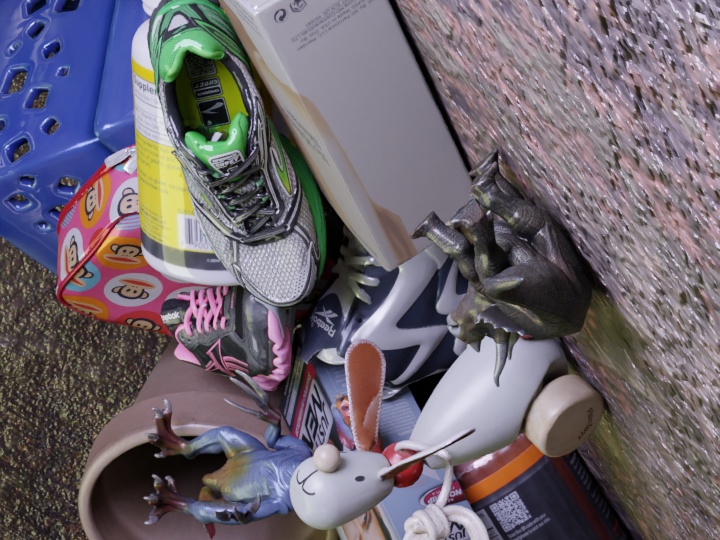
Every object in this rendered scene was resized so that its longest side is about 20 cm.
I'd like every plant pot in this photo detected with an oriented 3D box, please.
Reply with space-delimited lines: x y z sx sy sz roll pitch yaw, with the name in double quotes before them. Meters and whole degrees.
"plant pot" -0.106 0.130 1.521 0.175 0.199 0.201 -82 -30 -48
"plant pot" -0.177 -0.114 1.526 0.200 0.179 0.201 38 -134 -41

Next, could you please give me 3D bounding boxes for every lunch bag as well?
"lunch bag" -0.109 -0.020 1.418 0.176 0.199 0.083 -41 44 48

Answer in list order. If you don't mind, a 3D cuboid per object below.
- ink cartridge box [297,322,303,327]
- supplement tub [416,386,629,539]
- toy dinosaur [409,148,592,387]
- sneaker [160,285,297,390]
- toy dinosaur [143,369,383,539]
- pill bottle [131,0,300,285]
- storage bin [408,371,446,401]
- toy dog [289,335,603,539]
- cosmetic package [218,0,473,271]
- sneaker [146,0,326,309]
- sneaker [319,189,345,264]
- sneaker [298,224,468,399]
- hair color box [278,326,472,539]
"ink cartridge box" -0.023 0.004 1.647 0.200 0.099 0.039 54 172 20
"supplement tub" 0.114 0.166 1.376 0.201 0.107 0.107 58 174 -6
"toy dinosaur" 0.084 -0.001 0.992 0.102 0.077 0.200 45 170 -7
"sneaker" -0.091 0.036 1.348 0.200 0.095 0.080 117 163 -73
"toy dinosaur" -0.058 0.129 1.335 0.200 0.180 0.106 37 -123 -67
"pill bottle" -0.087 -0.103 1.241 0.114 0.113 0.202 -134 40 -59
"storage bin" 0.073 0.165 1.544 0.201 0.135 0.094 58 174 -14
"toy dog" 0.054 0.077 1.147 0.131 0.200 0.097 24 139 29
"cosmetic package" -0.011 -0.108 1.097 0.105 0.071 0.201 50 171 51
"sneaker" -0.078 -0.061 1.151 0.085 0.077 0.201 -90 -22 -65
"sneaker" 0.021 -0.026 1.391 0.200 0.075 0.088 51 -154 -28
"sneaker" 0.000 0.000 1.292 0.200 0.129 0.079 60 171 -31
"hair color box" 0.012 0.139 1.351 0.099 0.060 0.201 104 145 -51
